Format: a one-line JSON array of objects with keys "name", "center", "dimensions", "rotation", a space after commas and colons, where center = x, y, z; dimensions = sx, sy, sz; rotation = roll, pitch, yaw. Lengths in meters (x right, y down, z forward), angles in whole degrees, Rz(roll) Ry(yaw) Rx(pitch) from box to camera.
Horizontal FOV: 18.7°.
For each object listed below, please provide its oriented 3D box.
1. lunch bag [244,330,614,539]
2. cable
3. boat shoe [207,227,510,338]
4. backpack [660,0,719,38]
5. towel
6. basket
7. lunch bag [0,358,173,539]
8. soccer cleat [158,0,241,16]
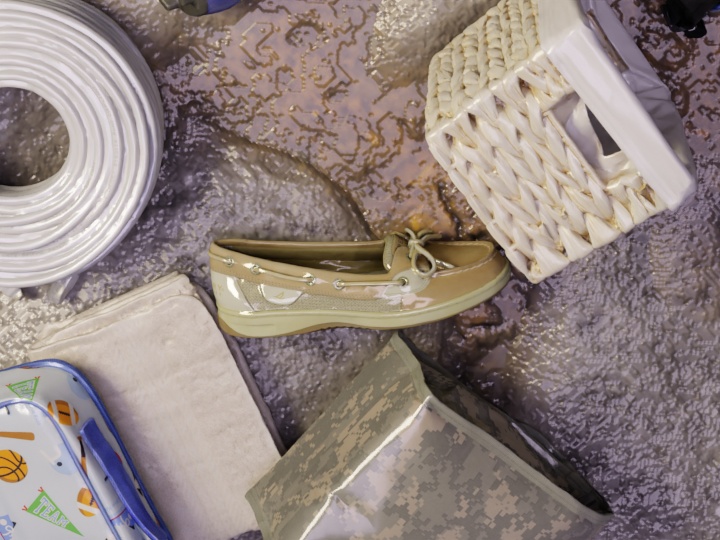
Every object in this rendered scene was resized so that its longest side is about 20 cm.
[{"name": "lunch bag", "center": [0.053, 0.168, 1.499], "dimensions": [0.200, 0.118, 0.164], "rotation": [38, 100, -25]}, {"name": "cable", "center": [-0.229, -0.087, 1.437], "dimensions": [0.200, 0.069, 0.200], "rotation": [37, 103, -12]}, {"name": "boat shoe", "center": [-0.001, -0.001, 1.473], "dimensions": [0.200, 0.073, 0.063], "rotation": [-6, 113, 8]}, {"name": "backpack", "center": [0.248, -0.249, 1.337], "dimensions": [0.154, 0.190, 0.200], "rotation": [-28, 107, -10]}, {"name": "towel", "center": [-0.133, 0.106, 1.522], "dimensions": [0.132, 0.034, 0.200], "rotation": [-22, 108, 7]}, {"name": "basket", "center": [0.121, -0.098, 1.380], "dimensions": [0.123, 0.200, 0.136], "rotation": [-34, 106, 14]}, {"name": "lunch bag", "center": [-0.217, 0.164, 1.497], "dimensions": [0.160, 0.076, 0.200], "rotation": [-18, 110, 24]}, {"name": "soccer cleat", "center": [-0.120, -0.261, 1.399], "dimensions": [0.084, 0.065, 0.200], "rotation": [-28, 104, -24]}]
